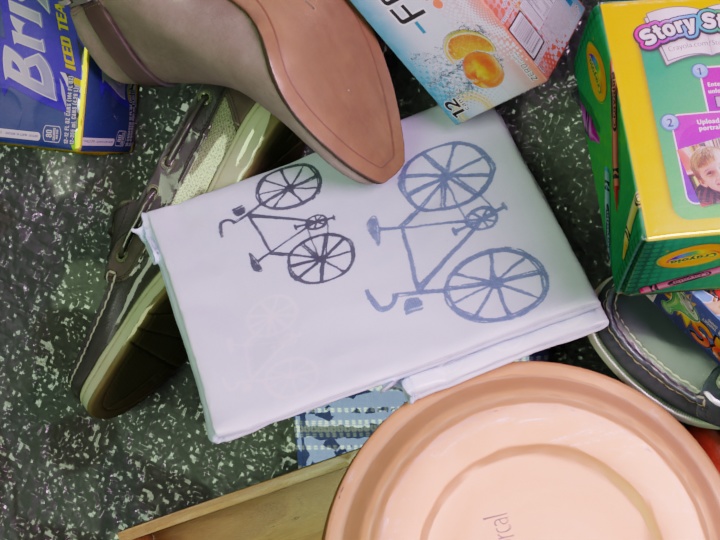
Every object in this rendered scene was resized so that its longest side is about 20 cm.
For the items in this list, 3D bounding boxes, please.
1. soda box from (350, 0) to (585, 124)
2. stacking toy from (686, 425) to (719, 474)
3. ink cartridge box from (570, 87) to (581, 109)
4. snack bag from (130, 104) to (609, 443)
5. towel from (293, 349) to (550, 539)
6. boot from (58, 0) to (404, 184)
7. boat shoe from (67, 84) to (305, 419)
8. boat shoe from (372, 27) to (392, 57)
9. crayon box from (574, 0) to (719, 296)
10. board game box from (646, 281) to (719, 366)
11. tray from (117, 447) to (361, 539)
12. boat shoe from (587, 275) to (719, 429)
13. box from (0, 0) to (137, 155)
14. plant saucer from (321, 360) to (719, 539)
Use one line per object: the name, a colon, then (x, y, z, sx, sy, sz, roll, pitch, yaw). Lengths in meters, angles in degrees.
soda box: (0.019, -0.170, 1.192, 0.068, 0.064, 0.200, -23, 117, 42)
stacking toy: (0.132, 0.110, 1.187, 0.199, 0.085, 0.086, -14, 86, -5)
ink cartridge box: (0.200, -0.040, 1.195, 0.099, 0.039, 0.200, -41, 78, 17)
snack bag: (0.000, 0.000, 1.190, 0.199, 0.021, 0.189, -20, 41, -3)
towel: (0.034, 0.087, 1.278, 0.144, 0.024, 0.201, -3, 92, 20)
boot: (-0.076, -0.119, 1.236, 0.146, 0.070, 0.201, -15, 108, 48)
boat shoe: (-0.100, -0.017, 1.303, 0.066, 0.072, 0.201, 36, 99, 23)
boat shoe: (-0.024, -0.202, 1.270, 0.070, 0.070, 0.201, -23, 86, -17)
crayon box: (0.203, -0.061, 1.084, 0.199, 0.058, 0.119, -4, 64, -8)
board game box: (0.238, -0.019, 1.120, 0.200, 0.035, 0.135, -40, 74, -21)
tray: (-0.019, 0.151, 1.271, 0.199, 0.037, 0.099, -20, 87, 20)
boat shoe: (0.198, 0.055, 1.137, 0.199, 0.062, 0.075, 32, 79, 5)
box: (-0.157, -0.165, 1.321, 0.070, 0.064, 0.201, 7, 95, 22)
plant saucer: (0.081, 0.139, 1.120, 0.199, 0.032, 0.202, 2, 75, -5)
